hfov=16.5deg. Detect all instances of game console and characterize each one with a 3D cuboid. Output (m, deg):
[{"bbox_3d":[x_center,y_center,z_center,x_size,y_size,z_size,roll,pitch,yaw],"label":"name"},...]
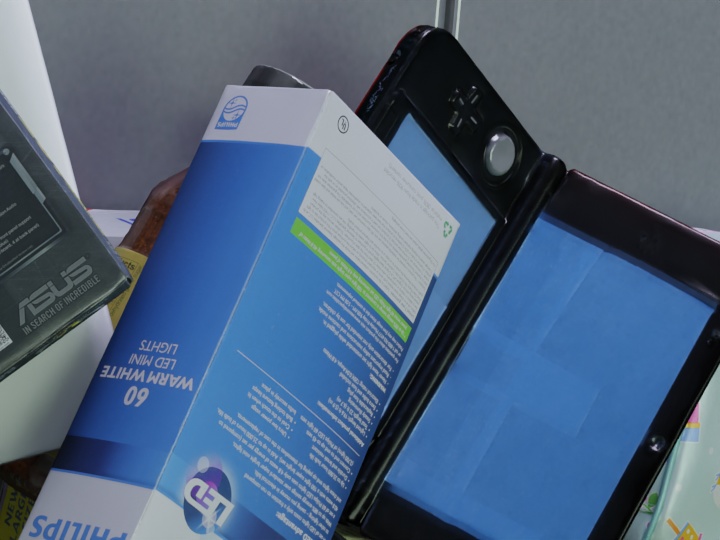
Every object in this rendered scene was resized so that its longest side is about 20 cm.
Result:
[{"bbox_3d":[0.055,0.023,1.083,0.200,0.118,0.172,-59,135,-18],"label":"game console"}]

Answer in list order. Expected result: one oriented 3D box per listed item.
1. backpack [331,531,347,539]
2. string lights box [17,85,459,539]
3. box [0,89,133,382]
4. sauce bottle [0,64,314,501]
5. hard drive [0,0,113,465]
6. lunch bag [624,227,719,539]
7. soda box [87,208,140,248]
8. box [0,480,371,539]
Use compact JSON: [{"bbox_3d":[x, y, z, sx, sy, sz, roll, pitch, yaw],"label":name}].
[{"bbox_3d":[-0.011,0.215,1.016,0.168,0.163,0.200,-40,134,-1],"label":"backpack"},{"bbox_3d":[-0.042,0.041,0.948,0.103,0.059,0.201,44,62,-44],"label":"string lights box"},{"bbox_3d":[-0.208,-0.001,0.911,0.200,0.051,0.158,-37,90,-5],"label":"box"},{"bbox_3d":[-0.074,0.011,1.010,0.066,0.066,0.200,41,76,-37],"label":"sauce bottle"},{"bbox_3d":[-0.174,-0.020,0.953,0.131,0.027,0.201,-15,87,-5],"label":"hard drive"},{"bbox_3d":[0.197,0.085,1.332,0.160,0.077,0.201,16,89,-42],"label":"lunch bag"},{"bbox_3d":[-0.121,0.009,1.057,0.199,0.068,0.064,1,101,-39],"label":"soda box"},{"bbox_3d":[-0.073,0.190,1.119,0.199,0.097,0.177,13,91,-40],"label":"box"}]
